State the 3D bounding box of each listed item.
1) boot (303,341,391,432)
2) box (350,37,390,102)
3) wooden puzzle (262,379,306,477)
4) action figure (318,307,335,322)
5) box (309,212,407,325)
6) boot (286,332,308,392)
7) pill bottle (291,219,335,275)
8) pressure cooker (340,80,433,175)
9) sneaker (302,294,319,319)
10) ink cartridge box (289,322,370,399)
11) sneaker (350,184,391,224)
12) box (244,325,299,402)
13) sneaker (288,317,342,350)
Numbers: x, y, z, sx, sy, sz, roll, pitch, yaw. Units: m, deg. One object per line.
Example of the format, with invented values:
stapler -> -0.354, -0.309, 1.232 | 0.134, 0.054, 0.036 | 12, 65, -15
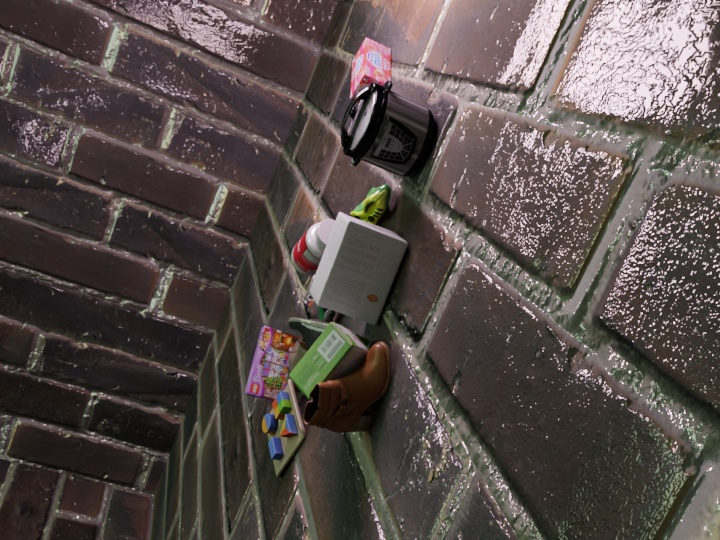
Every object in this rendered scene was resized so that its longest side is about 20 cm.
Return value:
boot -> -0.029, 0.233, 1.496 | 0.077, 0.153, 0.203 | 37, 109, 53
box -> 0.032, -0.603, 2.251 | 0.100, 0.094, 0.203 | -51, 27, 43
wooden puzzle -> -0.217, 0.427, 1.997 | 0.202, 0.045, 0.187 | -61, 34, 31
action figure -> -0.074, 0.074, 1.923 | 0.118, 0.054, 0.203 | -53, -21, -52
box -> -0.007, -0.005, 1.666 | 0.203, 0.150, 0.106 | -68, 19, 9
boot -> -0.155, 0.262, 2.020 | 0.200, 0.069, 0.149 | -137, 60, -71
pill bottle -> -0.122, -0.070, 2.157 | 0.200, 0.110, 0.114 | -41, 34, 57
pressure cooker -> 0.053, -0.332, 1.736 | 0.178, 0.197, 0.179 | -33, 41, 61
sneaker -> -0.114, 0.082, 2.033 | 0.077, 0.080, 0.204 | -175, 103, -71
ink cartridge box -> -0.041, 0.207, 1.582 | 0.076, 0.199, 0.149 | 42, 96, 30
sneaker -> 0.035, -0.161, 1.881 | 0.084, 0.074, 0.200 | -51, 7, -22
box -> -0.247, 0.279, 2.145 | 0.039, 0.134, 0.204 | -28, 47, 64
sneaker -> -0.126, 0.181, 1.895 | 0.198, 0.074, 0.109 | 6, 89, 50
